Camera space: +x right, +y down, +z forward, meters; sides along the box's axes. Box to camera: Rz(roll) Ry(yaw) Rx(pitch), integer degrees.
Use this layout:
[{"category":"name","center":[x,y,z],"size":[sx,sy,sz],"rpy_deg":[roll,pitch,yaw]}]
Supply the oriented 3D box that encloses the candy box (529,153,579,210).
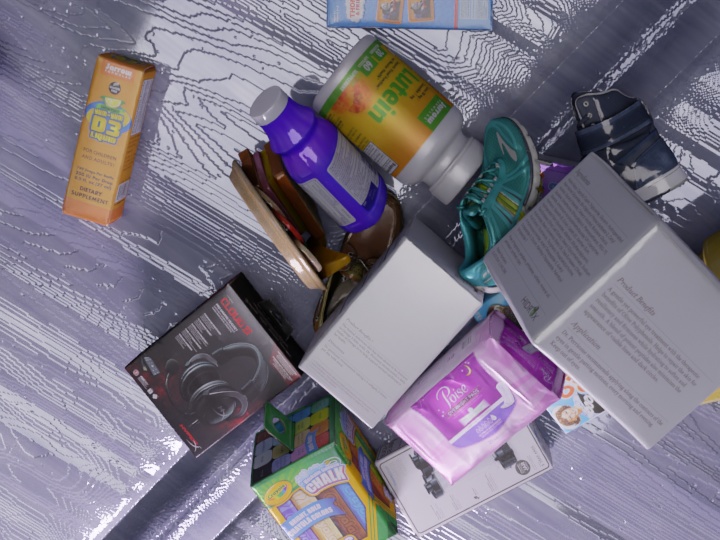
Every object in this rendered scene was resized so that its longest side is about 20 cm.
[{"category":"candy box","center":[0.228,-0.032,1.406],"size":[0.165,0.072,0.203],"rpy_deg":[13,102,3]}]

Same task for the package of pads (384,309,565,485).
[{"category":"package of pads","center":[0.131,0.149,1.367],"size":[0.120,0.076,0.200],"rpy_deg":[41,121,-7]}]

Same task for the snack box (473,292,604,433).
[{"category":"snack box","center":[0.233,0.086,1.375],"size":[0.116,0.037,0.201],"rpy_deg":[-34,106,23]}]

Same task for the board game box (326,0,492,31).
[{"category":"board game box","center":[0.059,-0.361,1.374],"size":[0.197,0.037,0.154],"rpy_deg":[2,102,5]}]

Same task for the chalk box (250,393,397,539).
[{"category":"chalk box","center":[-0.055,0.246,1.446],"size":[0.123,0.125,0.201],"rpy_deg":[-27,113,11]}]

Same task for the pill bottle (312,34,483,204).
[{"category":"pill bottle","center":[0.051,-0.173,1.376],"size":[0.199,0.111,0.111],"rpy_deg":[39,103,-3]}]

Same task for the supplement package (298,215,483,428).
[{"category":"supplement package","center":[0.039,0.058,1.354],"size":[0.117,0.117,0.200],"rpy_deg":[40,106,-3]}]

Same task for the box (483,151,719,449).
[{"category":"box","center":[0.268,0.027,1.207],"size":[0.171,0.201,0.199],"rpy_deg":[-44,115,12]}]

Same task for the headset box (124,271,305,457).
[{"category":"headset box","center":[-0.172,0.113,1.478],"size":[0.199,0.077,0.149],"rpy_deg":[-37,95,14]}]

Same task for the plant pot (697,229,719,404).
[{"category":"plant pot","center":[0.418,0.065,1.354],"size":[0.188,0.201,0.202],"rpy_deg":[-29,98,27]}]

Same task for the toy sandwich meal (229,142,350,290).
[{"category":"toy sandwich meal","center":[-0.081,-0.066,1.373],"size":[0.070,0.205,0.206],"rpy_deg":[-36,96,-1]}]

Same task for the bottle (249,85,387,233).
[{"category":"bottle","center":[-0.048,-0.131,1.355],"size":[0.065,0.084,0.200],"rpy_deg":[-21,132,32]}]

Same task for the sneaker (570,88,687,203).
[{"category":"sneaker","center":[0.243,-0.118,1.312],"size":[0.201,0.077,0.147],"rpy_deg":[-29,96,10]}]

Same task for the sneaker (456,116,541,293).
[{"category":"sneaker","center":[0.150,-0.077,1.306],"size":[0.079,0.077,0.203],"rpy_deg":[12,78,-33]}]

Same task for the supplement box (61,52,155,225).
[{"category":"supplement box","center":[-0.311,-0.163,1.442],"size":[0.066,0.069,0.203],"rpy_deg":[16,101,1]}]

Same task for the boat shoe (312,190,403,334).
[{"category":"boat shoe","center":[0.000,0.000,1.439],"size":[0.071,0.068,0.202],"rpy_deg":[21,103,2]}]

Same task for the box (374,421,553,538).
[{"category":"box","center":[0.130,0.237,1.478],"size":[0.199,0.060,0.117],"rpy_deg":[-31,97,11]}]
